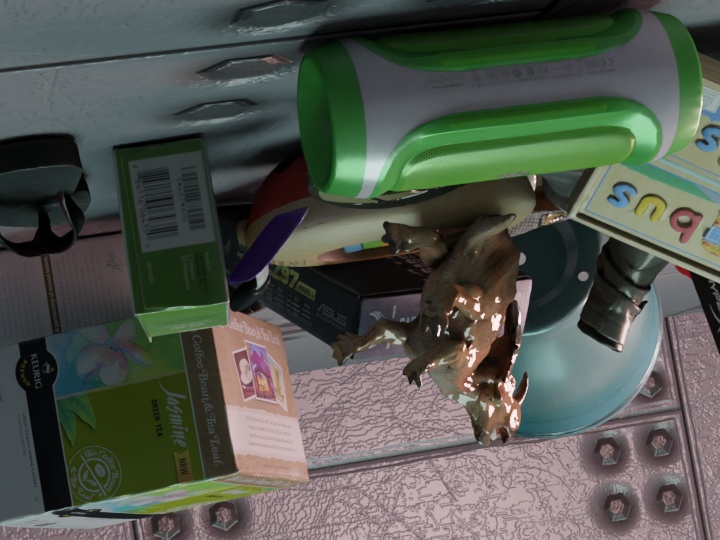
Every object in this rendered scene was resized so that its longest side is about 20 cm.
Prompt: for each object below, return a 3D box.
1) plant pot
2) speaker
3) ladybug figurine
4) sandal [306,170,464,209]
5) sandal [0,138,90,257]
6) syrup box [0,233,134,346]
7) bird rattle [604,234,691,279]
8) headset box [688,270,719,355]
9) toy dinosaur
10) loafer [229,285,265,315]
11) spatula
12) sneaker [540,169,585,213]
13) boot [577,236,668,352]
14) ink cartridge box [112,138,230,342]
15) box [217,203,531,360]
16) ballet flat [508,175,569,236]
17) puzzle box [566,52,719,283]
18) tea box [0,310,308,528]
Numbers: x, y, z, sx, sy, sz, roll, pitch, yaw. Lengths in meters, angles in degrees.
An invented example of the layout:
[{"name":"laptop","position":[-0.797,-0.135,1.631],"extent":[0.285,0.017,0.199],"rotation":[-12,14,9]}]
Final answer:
[{"name":"plant pot","position":[0.143,0.017,1.645],"extent":[0.199,0.201,0.188],"rotation":[-10,158,8]},{"name":"speaker","position":[0.072,-0.087,1.037],"extent":[0.199,0.089,0.088],"rotation":[-8,173,-15]},{"name":"ladybug figurine","position":[0.015,-0.050,1.326],"extent":[0.199,0.072,0.136],"rotation":[-9,173,-2]},{"name":"sandal","position":[0.060,-0.088,1.172],"extent":[0.201,0.057,0.080],"rotation":[-24,168,-3]},{"name":"sandal","position":[-0.203,-0.037,1.226],"extent":[0.075,0.048,0.200],"rotation":[-9,173,-7]},{"name":"syrup box","position":[-0.271,0.028,1.549],"extent":[0.199,0.082,0.079],"rotation":[-8,171,-10]},{"name":"bird rattle","position":[0.262,-0.026,1.537],"extent":[0.163,0.113,0.200],"rotation":[9,-156,24]},{"name":"headset box","position":[0.332,-0.020,1.309],"extent":[0.200,0.075,0.149],"rotation":[-20,-178,28]},{"name":"toy dinosaur","position":[0.072,0.020,1.293],"extent":[0.135,0.086,0.200],"rotation":[-12,135,-37]},{"name":"loafer","position":[-0.135,0.001,1.631],"extent":[0.199,0.075,0.070],"rotation":[-13,-156,21]},{"name":"spatula","position":[-0.067,0.002,1.275],"extent":[0.021,0.057,0.200],"rotation":[35,164,1]},{"name":"sneaker","position":[0.139,-0.088,1.301],"extent":[0.082,0.077,0.200],"rotation":[19,169,-6]},{"name":"boot","position":[0.191,-0.028,1.354],"extent":[0.068,0.131,0.200],"rotation":[29,-157,6]},{"name":"ink cartridge box","position":[-0.120,-0.015,1.296],"extent":[0.059,0.104,0.200],"rotation":[-8,173,-4]},{"name":"box","position":[0.000,0.000,1.441],"extent":[0.157,0.051,0.200],"rotation":[-7,-157,-37]},{"name":"ballet flat","position":[0.130,-0.067,1.451],"extent":[0.200,0.072,0.072],"rotation":[-8,173,-16]},{"name":"puzzle box","position":[0.238,-0.045,1.190],"extent":[0.200,0.025,0.133],"rotation":[22,131,-5]},{"name":"tea box","position":[-0.164,0.114,1.519],"extent":[0.196,0.134,0.200],"rotation":[-14,170,12]}]
